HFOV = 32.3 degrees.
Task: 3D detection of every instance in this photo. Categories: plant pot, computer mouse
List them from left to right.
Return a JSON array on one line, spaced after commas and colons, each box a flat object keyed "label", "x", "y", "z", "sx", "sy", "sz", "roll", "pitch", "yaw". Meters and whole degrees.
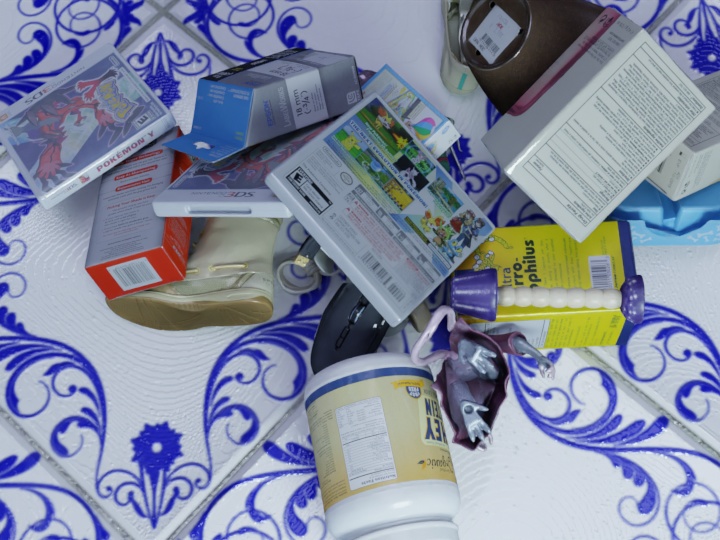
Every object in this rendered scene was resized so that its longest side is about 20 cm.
[{"label": "computer mouse", "x": -0.029, "y": 0.042, "z": 1.351, "sx": 0.140, "sy": 0.201, "sz": 0.046, "roll": 38, "pitch": 32, "yaw": 11}, {"label": "plant pot", "x": 0.206, "y": -0.239, "z": 1.414, "sx": 0.186, "sy": 0.199, "sz": 0.189, "roll": -11, "pitch": 72, "yaw": 38}]

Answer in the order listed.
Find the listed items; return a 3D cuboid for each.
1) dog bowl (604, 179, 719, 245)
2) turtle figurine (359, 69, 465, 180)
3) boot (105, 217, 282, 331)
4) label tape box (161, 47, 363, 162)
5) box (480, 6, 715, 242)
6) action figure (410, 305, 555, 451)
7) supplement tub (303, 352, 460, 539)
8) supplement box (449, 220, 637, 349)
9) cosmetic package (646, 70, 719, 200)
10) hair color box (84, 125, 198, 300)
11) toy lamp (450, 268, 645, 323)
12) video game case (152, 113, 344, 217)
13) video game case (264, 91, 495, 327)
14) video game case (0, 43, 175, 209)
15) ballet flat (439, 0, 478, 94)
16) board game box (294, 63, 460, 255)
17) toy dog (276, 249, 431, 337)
[{"label": "dog bowl", "x": 0.349, "y": -0.077, "z": 1.438, "sx": 0.198, "sy": 0.050, "sz": 0.112, "roll": 0, "pitch": 44, "yaw": -2}, {"label": "turtle figurine", "x": 0.052, "y": -0.149, "z": 1.481, "sx": 0.150, "sy": 0.101, "sz": 0.200, "roll": -41, "pitch": 64, "yaw": -15}, {"label": "boot", "x": -0.189, "y": -0.014, "z": 1.444, "sx": 0.198, "sy": 0.073, "sz": 0.156, "roll": -3, "pitch": 58, "yaw": 15}, {"label": "label tape box", "x": -0.117, "y": -0.192, "z": 1.408, "sx": 0.199, "sy": 0.064, "sz": 0.144, "roll": -24, "pitch": 24, "yaw": -27}, {"label": "box", "x": 0.247, "y": -0.154, "z": 1.310, "sx": 0.128, "sy": 0.109, "sz": 0.200, "roll": 40, "pitch": 102, "yaw": -23}, {"label": "action figure", "x": 0.114, "y": 0.111, "z": 1.317, "sx": 0.149, "sy": 0.200, "sz": 0.134, "roll": 37, "pitch": 102, "yaw": 1}, {"label": "supplement tub", "x": 0.024, "y": 0.202, "z": 1.297, "sx": 0.143, "sy": 0.145, "sz": 0.201, "roll": -11, "pitch": 66, "yaw": -2}, {"label": "supplement box", "x": 0.201, "y": 0.020, "z": 1.388, "sx": 0.198, "sy": 0.109, "sz": 0.110, "roll": -3, "pitch": 66, "yaw": 1}, {"label": "cosmetic package", "x": 0.400, "y": -0.162, "z": 1.433, "sx": 0.199, "sy": 0.071, "sz": 0.105, "roll": -21, "pitch": 52, "yaw": -32}, {"label": "hair color box", "x": -0.248, "y": -0.069, "z": 1.430, "sx": 0.101, "sy": 0.061, "sz": 0.201, "roll": -14, "pitch": 46, "yaw": 15}, {"label": "toy lamp", "x": 0.193, "y": 0.026, "z": 1.296, "sx": 0.198, "sy": 0.058, "sz": 0.059, "roll": 0, "pitch": 66, "yaw": 2}, {"label": "video game case", "x": -0.105, "y": -0.119, "z": 1.374, "sx": 0.181, "sy": 0.023, "sz": 0.200, "roll": 2, "pitch": 34, "yaw": 31}, {"label": "video game case", "x": 0.024, "y": -0.068, "z": 1.297, "sx": 0.200, "sy": 0.022, "sz": 0.182, "roll": 48, "pitch": 54, "yaw": 0}, {"label": "video game case", "x": -0.338, "y": -0.179, "z": 1.497, "sx": 0.182, "sy": 0.023, "sz": 0.200, "roll": -35, "pitch": 47, "yaw": -9}, {"label": "ballet flat", "x": 0.134, "y": -0.318, "z": 1.565, "sx": 0.069, "sy": 0.070, "sz": 0.202, "roll": 1, "pitch": 66, "yaw": 3}, {"label": "board game box", "x": -0.001, "y": -0.126, "z": 1.414, "sx": 0.200, "sy": 0.034, "sz": 0.135, "roll": -43, "pitch": 50, "yaw": 2}, {"label": "toy dog", "x": 0.000, "y": 0.000, "z": 1.413, "sx": 0.200, "sy": 0.096, "sz": 0.132, "roll": 40, "pitch": 73, "yaw": 18}]
